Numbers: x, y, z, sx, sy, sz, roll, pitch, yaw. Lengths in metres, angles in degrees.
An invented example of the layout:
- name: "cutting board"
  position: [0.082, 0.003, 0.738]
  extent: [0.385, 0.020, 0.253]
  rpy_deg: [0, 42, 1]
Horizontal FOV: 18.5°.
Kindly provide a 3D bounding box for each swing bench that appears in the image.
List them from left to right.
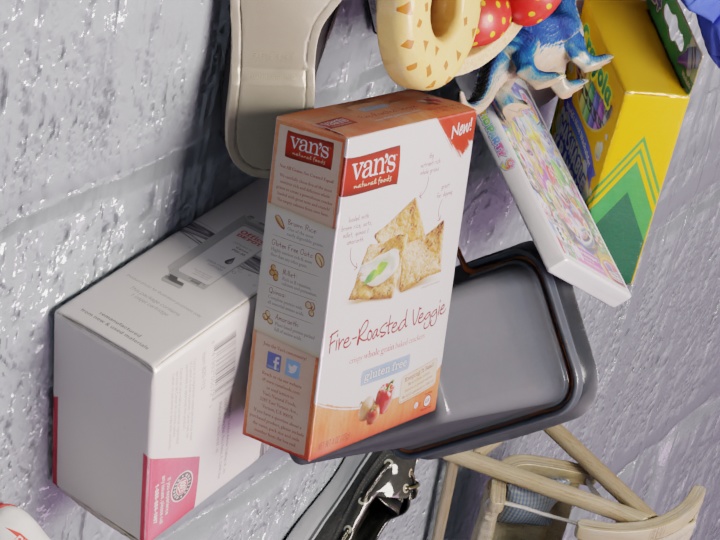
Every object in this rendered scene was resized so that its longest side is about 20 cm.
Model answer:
- name: "swing bench"
  position: [0.166, 0.244, 1.887]
  extent: [0.130, 0.200, 0.199]
  rpy_deg: [-33, 142, -43]

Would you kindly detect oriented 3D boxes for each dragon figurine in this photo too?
- name: "dragon figurine"
  position: [0.099, -0.156, 1.447]
  extent: [0.200, 0.100, 0.059]
  rpy_deg: [-26, 167, -40]

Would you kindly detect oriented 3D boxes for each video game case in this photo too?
- name: "video game case"
  position: [0.116, -0.075, 1.507]
  extent: [0.018, 0.200, 0.143]
  rpy_deg: [-31, 159, 16]

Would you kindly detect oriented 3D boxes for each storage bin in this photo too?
- name: "storage bin"
  position: [0.035, 0.058, 1.501]
  extent: [0.134, 0.200, 0.146]
  rpy_deg: [-11, 83, -46]

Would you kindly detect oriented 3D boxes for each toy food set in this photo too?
- name: "toy food set"
  position: [0.074, -0.209, 1.314]
  extent: [0.200, 0.049, 0.199]
  rpy_deg: [-14, 120, -50]

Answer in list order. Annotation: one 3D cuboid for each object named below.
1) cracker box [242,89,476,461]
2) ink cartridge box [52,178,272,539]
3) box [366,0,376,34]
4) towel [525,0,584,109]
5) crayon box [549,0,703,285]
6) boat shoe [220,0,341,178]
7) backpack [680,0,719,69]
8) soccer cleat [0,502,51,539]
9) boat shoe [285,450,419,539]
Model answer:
- name: "cracker box"
  position: [0.000, 0.000, 1.325]
  extent: [0.134, 0.058, 0.201]
  rpy_deg: [-18, 120, -51]
- name: "ink cartridge box"
  position: [-0.092, 0.052, 1.365]
  extent: [0.200, 0.083, 0.147]
  rpy_deg: [-36, 144, -41]
- name: "box"
  position: [0.069, -0.268, 1.378]
  extent: [0.200, 0.050, 0.199]
  rpy_deg: [-49, 153, -24]
- name: "towel"
  position: [0.174, -0.237, 1.614]
  extent: [0.191, 0.032, 0.200]
  rpy_deg: [-43, 148, -32]
- name: "crayon box"
  position: [0.182, -0.106, 1.590]
  extent: [0.051, 0.126, 0.200]
  rpy_deg: [3, 128, -13]
- name: "boat shoe"
  position: [-0.046, -0.157, 1.293]
  extent: [0.063, 0.072, 0.201]
  rpy_deg: [-109, -152, -65]
- name: "backpack"
  position: [0.282, -0.248, 1.541]
  extent: [0.168, 0.200, 0.163]
  rpy_deg: [27, 122, -29]
- name: "soccer cleat"
  position: [-0.195, 0.216, 1.342]
  extent: [0.069, 0.085, 0.200]
  rpy_deg: [-45, 149, -30]
- name: "boat shoe"
  position: [0.013, 0.171, 1.701]
  extent: [0.200, 0.057, 0.069]
  rpy_deg: [-54, 153, -14]
